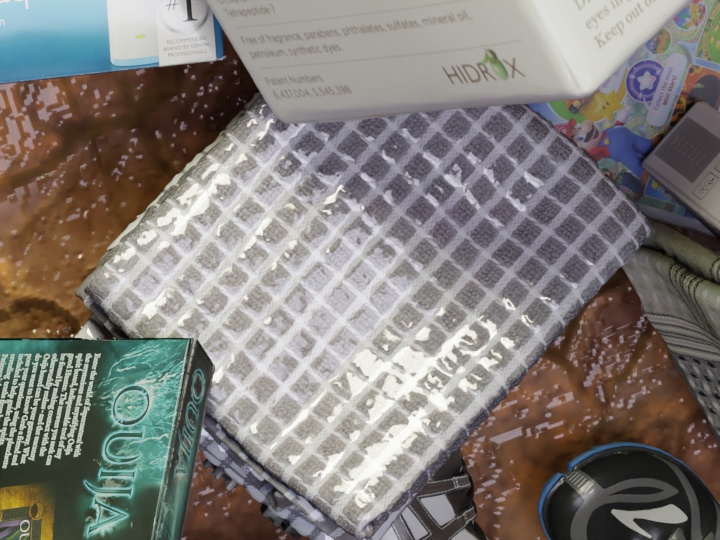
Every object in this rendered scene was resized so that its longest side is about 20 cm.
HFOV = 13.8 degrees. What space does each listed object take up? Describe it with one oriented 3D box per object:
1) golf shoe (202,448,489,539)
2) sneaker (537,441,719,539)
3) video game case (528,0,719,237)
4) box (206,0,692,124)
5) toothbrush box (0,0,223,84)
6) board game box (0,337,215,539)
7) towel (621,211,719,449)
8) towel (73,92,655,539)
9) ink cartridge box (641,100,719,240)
[{"bbox_3d":[0.026,0.097,1.301,0.200,0.078,0.095,38,94,-22],"label":"golf shoe"},{"bbox_3d":[0.159,0.152,1.346,0.071,0.083,0.200,-43,111,1],"label":"sneaker"},{"bbox_3d":[0.159,-0.088,1.310,0.200,0.018,0.143,16,102,-18],"label":"video game case"},{"bbox_3d":[0.045,-0.179,1.092,0.199,0.200,0.171,-42,113,-28],"label":"box"},{"bbox_3d":[-0.137,-0.179,1.175,0.146,0.085,0.200,-6,106,-13],"label":"toothbrush box"},{"bbox_3d":[-0.137,0.118,1.134,0.135,0.200,0.028,0,149,18],"label":"board game box"},{"bbox_3d":[0.184,0.074,1.263,0.035,0.200,0.193,-37,117,-7],"label":"towel"},{"bbox_3d":[0.000,0.000,1.224,0.166,0.086,0.200,43,79,-3],"label":"towel"},{"bbox_3d":[0.219,0.018,1.239,0.176,0.200,0.045,40,94,-20],"label":"ink cartridge box"}]
